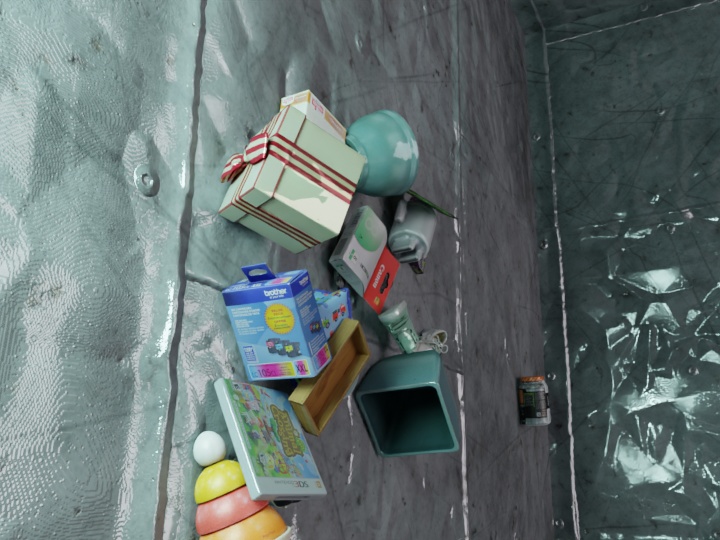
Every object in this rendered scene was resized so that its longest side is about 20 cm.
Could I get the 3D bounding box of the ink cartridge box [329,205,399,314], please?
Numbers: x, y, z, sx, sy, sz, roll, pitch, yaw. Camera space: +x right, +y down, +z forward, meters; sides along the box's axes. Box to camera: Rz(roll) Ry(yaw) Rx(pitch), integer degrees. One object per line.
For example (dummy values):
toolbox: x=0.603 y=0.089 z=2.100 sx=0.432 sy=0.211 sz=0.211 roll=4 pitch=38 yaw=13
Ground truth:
ink cartridge box: x=0.029 y=-0.021 z=1.398 sx=0.200 sy=0.050 sz=0.161 roll=47 pitch=51 yaw=-31

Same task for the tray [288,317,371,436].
tray: x=-0.053 y=0.194 z=1.137 sx=0.200 sy=0.037 sz=0.099 roll=-53 pitch=141 yaw=-35

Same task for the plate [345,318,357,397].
plate: x=-0.055 y=0.174 z=1.310 sx=0.200 sy=0.026 sz=0.201 roll=24 pitch=63 yaw=-59

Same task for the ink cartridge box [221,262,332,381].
ink cartridge box: x=-0.145 y=0.080 z=1.043 sx=0.076 sy=0.136 sz=0.201 roll=-40 pitch=119 yaw=-64

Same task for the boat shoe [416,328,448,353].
boat shoe: x=0.200 y=0.212 z=1.717 sx=0.202 sy=0.086 sz=0.075 roll=-23 pitch=104 yaw=-62

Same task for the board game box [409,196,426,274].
board game box: x=0.166 y=-0.104 z=1.794 sx=0.120 sy=0.032 sz=0.200 roll=47 pitch=44 yaw=-42

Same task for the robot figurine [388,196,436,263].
robot figurine: x=0.141 y=-0.110 z=1.653 sx=0.170 sy=0.113 sz=0.200 roll=58 pitch=37 yaw=-36

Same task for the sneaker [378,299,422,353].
sneaker: x=0.104 y=0.140 z=1.478 sx=0.118 sy=0.074 sz=0.200 roll=60 pitch=3 yaw=8

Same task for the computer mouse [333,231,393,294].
computer mouse: x=0.000 y=0.000 z=1.437 sx=0.200 sy=0.053 sz=0.139 roll=21 pitch=67 yaw=-46

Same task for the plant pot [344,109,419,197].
plant pot: x=0.017 y=-0.256 z=1.401 sx=0.134 sy=0.200 sz=0.201 roll=-19 pitch=102 yaw=-34

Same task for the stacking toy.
stacking toy: x=-0.199 y=0.338 z=0.925 sx=0.146 sy=0.146 sz=0.200 roll=0 pitch=66 yaw=-62

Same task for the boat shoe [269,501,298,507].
boat shoe: x=-0.152 y=0.323 z=1.053 sx=0.075 sy=0.062 sz=0.200 roll=-51 pitch=125 yaw=-54

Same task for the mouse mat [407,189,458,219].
mouse mat: x=0.163 y=-0.196 z=1.666 sx=0.008 sy=0.200 sz=0.161 roll=-59 pitch=155 yaw=12

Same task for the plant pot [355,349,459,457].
plant pot: x=0.128 y=0.296 z=1.465 sx=0.200 sy=0.196 sz=0.196 roll=-62 pitch=137 yaw=-60

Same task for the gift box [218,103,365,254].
gift box: x=-0.125 y=-0.161 z=1.050 sx=0.186 sy=0.184 sz=0.200 roll=28 pitch=61 yaw=-26

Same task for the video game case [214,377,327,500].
video game case: x=-0.144 y=0.276 z=1.001 sx=0.182 sy=0.022 sz=0.200 roll=32 pitch=25 yaw=-55

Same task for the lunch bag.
lunch bag: x=-0.074 y=0.154 z=1.186 sx=0.150 sy=0.094 sz=0.201 roll=-33 pitch=114 yaw=-50

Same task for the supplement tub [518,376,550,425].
supplement tub: x=0.741 y=0.554 z=2.621 sx=0.122 sy=0.122 sz=0.201 roll=11 pitch=75 yaw=-61

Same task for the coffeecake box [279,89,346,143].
coffeecake box: x=-0.103 y=-0.238 z=1.265 sx=0.153 sy=0.073 sz=0.201 roll=36 pitch=52 yaw=-53
